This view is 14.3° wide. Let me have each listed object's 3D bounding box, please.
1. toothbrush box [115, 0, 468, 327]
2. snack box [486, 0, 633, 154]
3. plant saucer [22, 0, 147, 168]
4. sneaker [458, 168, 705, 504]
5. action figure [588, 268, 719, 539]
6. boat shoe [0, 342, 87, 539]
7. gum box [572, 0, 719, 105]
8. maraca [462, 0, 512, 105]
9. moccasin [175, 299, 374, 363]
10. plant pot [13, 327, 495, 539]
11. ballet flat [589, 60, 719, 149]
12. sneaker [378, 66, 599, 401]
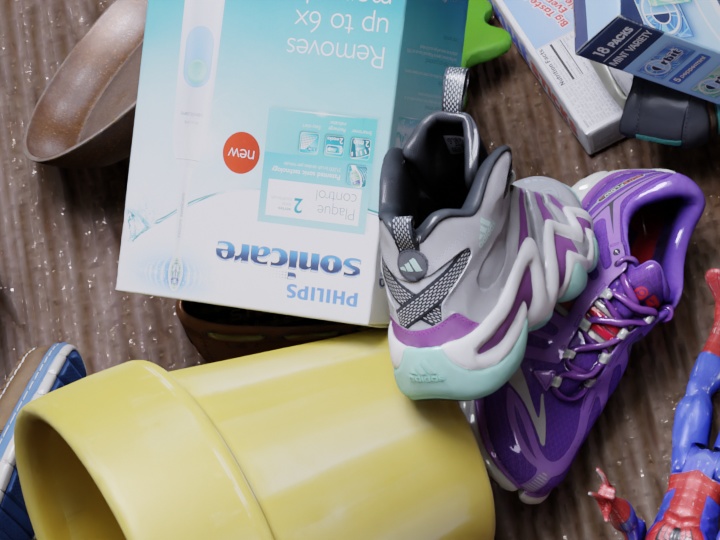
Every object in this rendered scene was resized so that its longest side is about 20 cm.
[{"bbox_3d":[-0.033,-0.078,1.454,0.146,0.085,0.200,9,94,24],"label":"toothbrush box"},{"bbox_3d":[0.114,-0.157,1.637,0.072,0.024,0.200,-27,57,-5],"label":"snack box"},{"bbox_3d":[-0.109,-0.127,1.614,0.200,0.034,0.200,-38,23,19],"label":"plant saucer"},{"bbox_3d":[0.117,0.025,1.478,0.083,0.081,0.200,-11,48,54],"label":"sneaker"},{"bbox_3d":[0.170,0.082,1.442,0.065,0.099,0.200,10,65,20],"label":"action figure"},{"bbox_3d":[-0.210,0.121,1.522,0.072,0.072,0.200,13,64,22],"label":"boat shoe"},{"bbox_3d":[0.204,-0.165,1.538,0.200,0.045,0.170,16,55,-25],"label":"gum box"},{"bbox_3d":[-0.001,-0.105,1.591,0.137,0.107,0.200,22,45,25],"label":"maraca"},{"bbox_3d":[0.000,-0.002,1.535,0.201,0.078,0.074,-10,72,8],"label":"moccasin"},{"bbox_3d":[-0.046,0.121,1.422,0.189,0.201,0.201,-24,56,-20],"label":"plant pot"},{"bbox_3d":[0.150,-0.152,1.573,0.073,0.073,0.200,-11,58,7],"label":"ballet flat"},{"bbox_3d":[0.060,-0.039,1.403,0.078,0.140,0.200,-3,25,19],"label":"sneaker"}]
